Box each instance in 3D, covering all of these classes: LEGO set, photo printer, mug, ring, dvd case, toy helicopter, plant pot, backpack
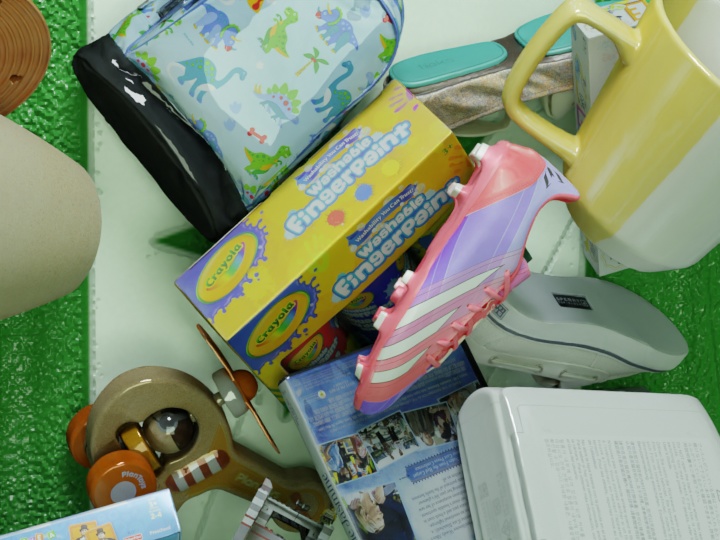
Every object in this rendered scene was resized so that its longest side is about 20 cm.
[{"bbox_3d":[-0.025,0.223,1.484,0.199,0.154,0.116,26,78,11],"label":"LEGO set"},{"bbox_3d":[0.168,0.159,1.426,0.199,0.069,0.168,4,64,-33],"label":"photo printer"},{"bbox_3d":[0.197,-0.094,1.424,0.186,0.149,0.153,43,120,10],"label":"mug"},{"bbox_3d":[-0.294,-0.136,1.365,0.199,0.201,0.019,-8,60,-12],"label":"ring"},{"bbox_3d":[0.046,0.139,1.423,0.142,0.018,0.201,-18,76,-32],"label":"dvd case"},{"bbox_3d":[-0.095,0.122,1.502,0.199,0.079,0.133,29,104,-32],"label":"toy helicopter"},{"bbox_3d":[-0.267,-0.035,1.371,0.199,0.187,0.189,6,100,-46],"label":"plant pot"},{"bbox_3d":[-0.063,-0.142,1.435,0.200,0.154,0.164,-39,98,-17],"label":"backpack"}]

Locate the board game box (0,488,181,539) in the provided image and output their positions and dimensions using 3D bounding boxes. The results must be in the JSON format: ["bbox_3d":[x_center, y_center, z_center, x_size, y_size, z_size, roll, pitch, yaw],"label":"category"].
[{"bbox_3d":[-0.218,0.211,1.453,0.199,0.152,0.037,-14,67,-11],"label":"board game box"}]

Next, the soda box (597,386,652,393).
[{"bbox_3d":[0.123,0.129,1.557,0.198,0.068,0.064,-4,105,-14],"label":"soda box"}]

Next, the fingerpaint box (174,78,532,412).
[{"bbox_3d":[0.000,0.000,1.460,0.200,0.073,0.167,-42,142,-4],"label":"fingerpaint box"}]

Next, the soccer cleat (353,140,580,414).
[{"bbox_3d":[0.063,0.012,1.391,0.076,0.067,0.201,29,93,-2],"label":"soccer cleat"}]

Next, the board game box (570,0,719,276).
[{"bbox_3d":[0.217,-0.101,1.516,0.134,0.034,0.201,-16,128,-10],"label":"board game box"}]

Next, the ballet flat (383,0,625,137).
[{"bbox_3d":[0.111,-0.134,1.516,0.199,0.068,0.068,-15,123,-6],"label":"ballet flat"}]

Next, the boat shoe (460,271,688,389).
[{"bbox_3d":[0.147,0.051,1.536,0.199,0.071,0.070,9,130,-43],"label":"boat shoe"}]
